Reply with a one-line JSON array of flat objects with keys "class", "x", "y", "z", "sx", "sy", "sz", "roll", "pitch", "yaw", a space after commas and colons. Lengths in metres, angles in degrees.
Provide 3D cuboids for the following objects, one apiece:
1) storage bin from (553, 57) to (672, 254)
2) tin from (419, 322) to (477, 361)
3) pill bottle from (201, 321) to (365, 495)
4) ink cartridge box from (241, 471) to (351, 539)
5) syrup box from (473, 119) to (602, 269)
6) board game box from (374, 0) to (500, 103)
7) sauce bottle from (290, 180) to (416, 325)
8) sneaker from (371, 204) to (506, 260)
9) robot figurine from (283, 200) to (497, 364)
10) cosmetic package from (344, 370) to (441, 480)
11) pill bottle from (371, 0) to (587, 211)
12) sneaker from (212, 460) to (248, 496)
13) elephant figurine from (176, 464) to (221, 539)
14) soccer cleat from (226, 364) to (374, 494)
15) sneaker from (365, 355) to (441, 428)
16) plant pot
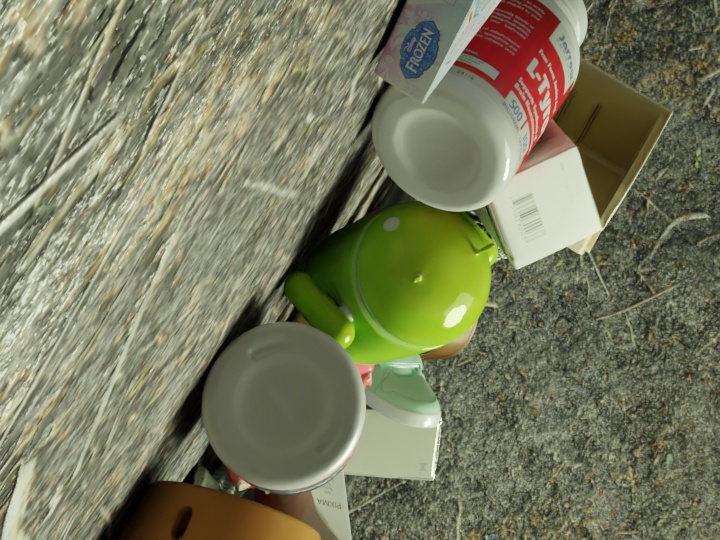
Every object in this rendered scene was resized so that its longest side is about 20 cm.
[{"class": "storage bin", "x": 0.181, "y": -0.135, "z": 1.631, "sx": 0.094, "sy": 0.199, "sz": 0.199, "roll": -62, "pitch": 173, "yaw": 35}, {"class": "tin", "x": 0.045, "y": 0.038, "z": 1.712, "sx": 0.199, "sy": 0.042, "sz": 0.113, "roll": -14, "pitch": -106, "yaw": 51}, {"class": "pill bottle", "x": -0.056, "y": 0.110, "z": 1.261, "sx": 0.120, "sy": 0.119, "sz": 0.200, "roll": -57, "pitch": 176, "yaw": -8}, {"class": "ink cartridge box", "x": -0.068, "y": 0.271, "z": 1.521, "sx": 0.162, "sy": 0.050, "sz": 0.201, "roll": -51, "pitch": -149, "yaw": 37}, {"class": "syrup box", "x": 0.116, "y": -0.090, "z": 1.326, "sx": 0.081, "sy": 0.079, "sz": 0.200, "roll": -24, "pitch": -150, "yaw": -3}, {"class": "board game box", "x": 0.096, "y": -0.234, "z": 1.046, "sx": 0.200, "sy": 0.041, "sz": 0.200, "roll": -54, "pitch": 174, "yaw": -45}, {"class": "sauce bottle", "x": 0.000, "y": 0.000, "z": 1.492, "sx": 0.201, "sy": 0.066, "sz": 0.066, "roll": -60, "pitch": 175, "yaw": 5}, {"class": "sneaker", "x": 0.111, "y": -0.045, "z": 1.613, "sx": 0.198, "sy": 0.082, "sz": 0.074, "roll": -10, "pitch": -178, "yaw": -27}, {"class": "robot figurine", "x": 0.028, "y": 0.011, "z": 1.312, "sx": 0.174, "sy": 0.117, "sz": 0.200, "roll": -26, "pitch": -177, "yaw": -28}, {"class": "cosmetic package", "x": 0.021, "y": 0.150, "z": 1.740, "sx": 0.200, "sy": 0.104, "sz": 0.072, "roll": -116, "pitch": -148, "yaw": -74}, {"class": "pill bottle", "x": 0.097, "y": -0.143, "z": 1.230, "sx": 0.200, "sy": 0.112, "sz": 0.113, "roll": -54, "pitch": 174, "yaw": -43}, {"class": "sneaker", "x": -0.082, "y": 0.158, "z": 1.631, "sx": 0.201, "sy": 0.069, "sz": 0.100, "roll": -59, "pitch": -178, "yaw": 44}, {"class": "elephant figurine", "x": -0.134, "y": 0.247, "z": 1.486, "sx": 0.201, "sy": 0.154, "sz": 0.142, "roll": -68, "pitch": 142, "yaw": -49}, {"class": "soccer cleat", "x": -0.060, "y": 0.116, "z": 1.458, "sx": 0.066, "sy": 0.077, "sz": 0.200, "roll": 12, "pitch": 131, "yaw": -37}, {"class": "sneaker", "x": 0.031, "y": 0.059, "z": 1.639, "sx": 0.073, "sy": 0.201, "sz": 0.119, "roll": 4, "pitch": 124, "yaw": -39}, {"class": "plant pot", "x": -0.112, "y": 0.246, "z": 1.231, "sx": 0.200, "sy": 0.198, "sz": 0.141, "roll": 109, "pitch": -2, "yaw": -72}]
